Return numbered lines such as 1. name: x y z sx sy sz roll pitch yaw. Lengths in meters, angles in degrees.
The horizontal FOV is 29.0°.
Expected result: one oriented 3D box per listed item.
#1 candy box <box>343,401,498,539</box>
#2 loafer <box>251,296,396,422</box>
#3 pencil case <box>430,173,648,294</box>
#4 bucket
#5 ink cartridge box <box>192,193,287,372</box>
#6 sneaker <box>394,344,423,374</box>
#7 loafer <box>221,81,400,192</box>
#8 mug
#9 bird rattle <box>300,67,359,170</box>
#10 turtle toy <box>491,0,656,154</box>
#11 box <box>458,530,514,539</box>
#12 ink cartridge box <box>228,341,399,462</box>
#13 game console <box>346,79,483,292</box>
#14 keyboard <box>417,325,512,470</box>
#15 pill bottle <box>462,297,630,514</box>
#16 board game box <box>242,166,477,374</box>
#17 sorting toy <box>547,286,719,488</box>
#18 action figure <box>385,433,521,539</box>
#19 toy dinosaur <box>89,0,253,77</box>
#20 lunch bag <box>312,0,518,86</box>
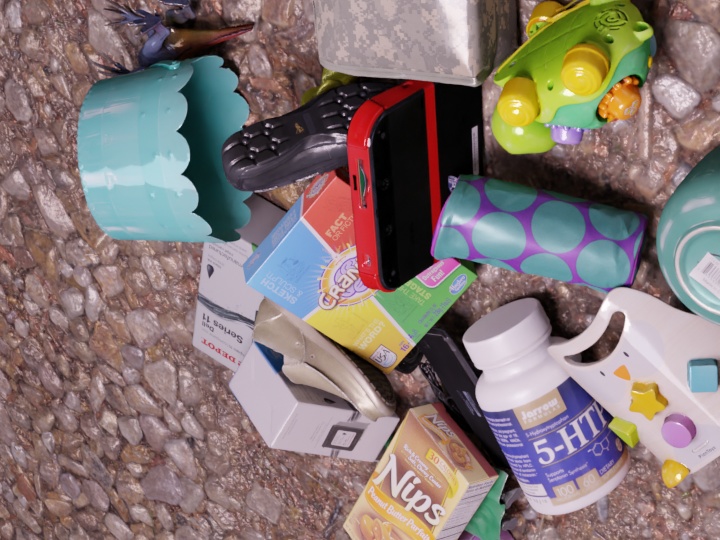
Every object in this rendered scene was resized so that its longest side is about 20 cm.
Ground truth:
1. candy box: 0.065 0.263 1.582 0.116 0.055 0.201 49 129 31
2. loafer: -0.042 0.101 1.502 0.200 0.075 0.069 42 100 26
3. pencil case: 0.171 -0.033 1.328 0.197 0.086 0.093 13 155 6
4. bucket: -0.208 -0.127 1.508 0.133 0.208 0.210 -3 118 17
5. ink cartridge box: -0.114 0.031 1.640 0.145 0.083 0.202 29 132 20
6. sneaker: -0.003 0.029 1.560 0.090 0.076 0.202 -5 113 44
7. loafer: -0.039 -0.129 1.357 0.071 0.198 0.069 80 169 -68
8. mug: 0.349 -0.025 1.209 0.183 0.114 0.154 -1 116 39
9. bird rattle: 0.012 -0.116 1.437 0.161 0.113 0.202 -5 118 22
10. turtle toy: 0.187 -0.170 1.244 0.101 0.147 0.199 41 141 -22
11. box: 0.141 0.420 1.682 0.201 0.097 0.175 53 136 -4
12. ink cartridge box: -0.038 0.153 1.594 0.067 0.198 0.116 -59 45 18
13. game console: 0.058 -0.092 1.356 0.031 0.176 0.202 21 130 36
14. keyboard: 0.116 0.139 1.539 0.201 0.021 0.127 58 157 -18
15. pill bottle: 0.188 0.138 1.442 0.119 0.120 0.202 -17 107 43
16. board game box: 0.000 0.000 1.450 0.199 0.040 0.153 33 110 -25
17. sorting toy: 0.278 0.099 1.331 0.179 0.107 0.200 36 136 -5
18. action figure: 0.097 0.238 1.622 0.199 0.054 0.120 26 123 36
19. toy dinosaur: -0.231 -0.231 1.565 0.198 0.106 0.182 27 151 8
20. lunch bag: 0.039 -0.270 1.296 0.198 0.117 0.166 10 121 29
